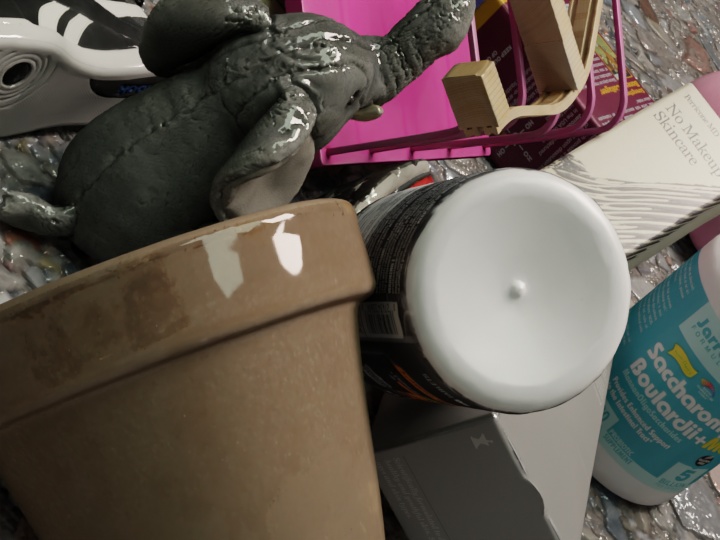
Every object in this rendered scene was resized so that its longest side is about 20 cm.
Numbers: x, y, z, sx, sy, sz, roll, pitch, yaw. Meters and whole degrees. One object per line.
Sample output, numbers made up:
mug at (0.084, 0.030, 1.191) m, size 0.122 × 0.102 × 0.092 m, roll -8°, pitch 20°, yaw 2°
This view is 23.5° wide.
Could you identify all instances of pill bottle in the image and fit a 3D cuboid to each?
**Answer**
pill bottle at (0.219, 0.049, 1.062) m, size 0.110 × 0.200 × 0.111 m, roll 29°, pitch 36°, yaw -24°
pill bottle at (0.043, 0.011, 0.826) m, size 0.106 × 0.107 × 0.200 m, roll 39°, pitch -11°, yaw -11°

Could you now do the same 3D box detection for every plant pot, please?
plant pot at (-0.066, 0.084, 0.736) m, size 0.199 × 0.199 × 0.176 m, roll -14°, pitch 82°, yaw -54°

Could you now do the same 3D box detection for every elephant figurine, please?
elephant figurine at (-0.059, -0.084, 0.886) m, size 0.141 × 0.200 × 0.156 m, roll 38°, pitch 34°, yaw -13°

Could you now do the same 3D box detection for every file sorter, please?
file sorter at (0.064, -0.142, 1.044) m, size 0.199 × 0.124 × 0.141 m, roll -9°, pitch 92°, yaw -56°

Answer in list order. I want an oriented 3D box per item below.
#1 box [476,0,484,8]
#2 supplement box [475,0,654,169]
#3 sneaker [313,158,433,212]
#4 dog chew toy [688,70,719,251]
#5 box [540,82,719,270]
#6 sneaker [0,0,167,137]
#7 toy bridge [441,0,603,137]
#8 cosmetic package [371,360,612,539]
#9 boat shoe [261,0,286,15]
box at (0.044, -0.286, 1.297) m, size 0.200 × 0.117 × 0.048 m, roll 50°, pitch 32°, yaw 7°
supplement box at (0.154, -0.103, 1.256) m, size 0.201 × 0.086 × 0.110 m, roll 54°, pitch 34°, yaw 11°
sneaker at (0.000, 0.000, 1.004) m, size 0.085 × 0.076 × 0.200 m, roll 61°, pitch 31°, yaw -15°
dog chew toy at (0.304, -0.055, 1.355) m, size 0.124 × 0.124 × 0.202 m, roll 13°, pitch 54°, yaw -41°
box at (0.154, -0.037, 1.117) m, size 0.199 × 0.068 × 0.082 m, roll -32°, pitch 78°, yaw -24°
sneaker at (-0.187, -0.133, 0.922) m, size 0.112 × 0.073 × 0.199 m, roll 54°, pitch 25°, yaw 18°
toy bridge at (0.105, -0.128, 0.967) m, size 0.200 × 0.027 × 0.068 m, roll -53°, pitch 129°, yaw -45°
cosmetic package at (0.076, 0.072, 0.957) m, size 0.107 × 0.089 × 0.200 m, roll 62°, pitch 29°, yaw -22°
boat shoe at (-0.044, -0.110, 1.056) m, size 0.199 × 0.075 × 0.075 m, roll 18°, pitch 58°, yaw -46°
